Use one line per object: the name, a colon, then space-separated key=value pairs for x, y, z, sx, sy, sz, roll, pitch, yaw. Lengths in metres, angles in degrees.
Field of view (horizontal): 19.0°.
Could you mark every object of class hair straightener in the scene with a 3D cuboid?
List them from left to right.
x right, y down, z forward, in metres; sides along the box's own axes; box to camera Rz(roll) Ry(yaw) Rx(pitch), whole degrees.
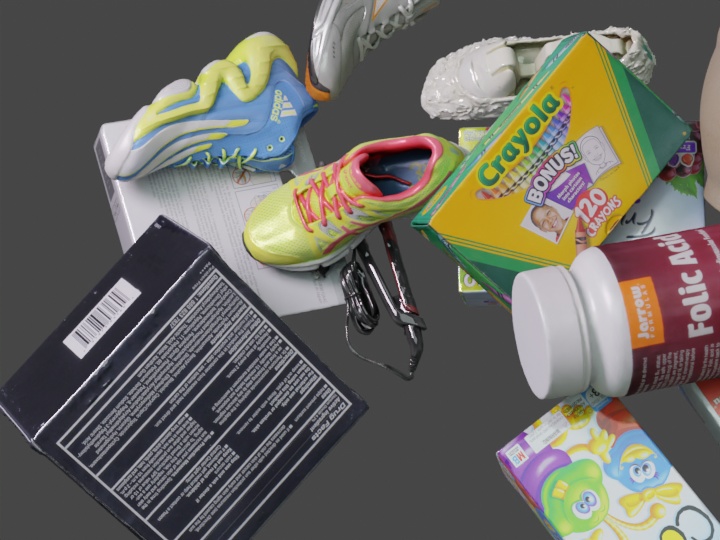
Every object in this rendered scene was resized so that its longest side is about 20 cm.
hair straightener: x=0.000 y=0.000 z=1.772 sx=0.077 sy=0.041 sz=0.201 roll=-19 pitch=77 yaw=4

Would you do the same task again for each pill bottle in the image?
pill bottle: x=0.220 y=0.031 z=1.599 sx=0.199 sy=0.114 sz=0.115 roll=-10 pitch=73 yaw=-10

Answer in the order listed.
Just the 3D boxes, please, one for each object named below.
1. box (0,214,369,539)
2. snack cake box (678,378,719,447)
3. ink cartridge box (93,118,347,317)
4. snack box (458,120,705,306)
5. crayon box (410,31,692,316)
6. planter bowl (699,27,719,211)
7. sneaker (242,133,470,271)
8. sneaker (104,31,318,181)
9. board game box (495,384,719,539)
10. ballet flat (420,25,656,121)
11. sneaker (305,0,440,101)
box: x=-0.140 y=0.103 z=1.667 sx=0.200 sy=0.123 sz=0.198 roll=-47 pitch=117 yaw=-7
snack cake box: x=0.363 y=0.077 z=1.681 sx=0.200 sy=0.067 sz=0.115 roll=-33 pitch=75 yaw=-2
ink cartridge box: x=-0.114 y=-0.040 z=1.793 sx=0.173 sy=0.044 sz=0.201 roll=-11 pitch=71 yaw=-21
snack box: x=0.180 y=-0.045 z=1.747 sx=0.199 sy=0.053 sz=0.143 roll=-2 pitch=76 yaw=8
crayon box: x=0.149 y=-0.073 z=1.678 sx=0.119 sy=0.058 sz=0.200 roll=41 pitch=83 yaw=-10
planter bowl: x=0.348 y=-0.094 z=1.679 sx=0.200 sy=0.200 sz=0.135 roll=27 pitch=105 yaw=14
sneaker: x=-0.008 y=-0.065 z=1.719 sx=0.199 sy=0.090 sz=0.078 roll=-23 pitch=72 yaw=9
sneaker: x=-0.111 y=-0.113 z=1.759 sx=0.105 sy=0.076 sz=0.200 roll=47 pitch=62 yaw=6
board game box: x=0.207 y=0.197 z=1.649 sx=0.103 sy=0.105 sz=0.200 roll=-37 pitch=72 yaw=-3
ballet flat: x=0.145 y=-0.172 z=1.782 sx=0.199 sy=0.072 sz=0.072 roll=-9 pitch=74 yaw=6
sneaker: x=0.016 y=-0.222 z=1.796 sx=0.092 sy=0.076 sz=0.201 roll=19 pitch=64 yaw=3
